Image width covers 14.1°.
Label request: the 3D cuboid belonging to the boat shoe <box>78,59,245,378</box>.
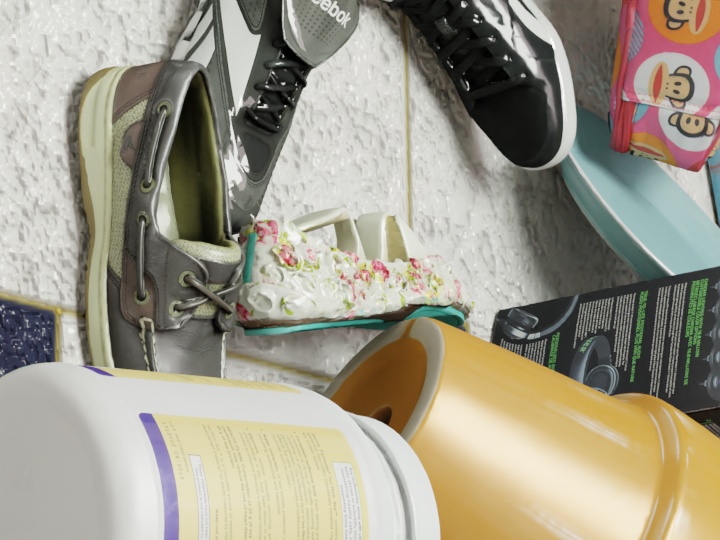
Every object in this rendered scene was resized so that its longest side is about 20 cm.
[{"bbox_3d":[-0.089,-0.003,1.388,0.072,0.066,0.202,1,80,-53],"label":"boat shoe"}]

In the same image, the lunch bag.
[{"bbox_3d":[0.207,-0.175,1.737,0.176,0.081,0.201,-58,160,-63],"label":"lunch bag"}]

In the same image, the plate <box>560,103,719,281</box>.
[{"bbox_3d":[0.174,-0.022,1.712,0.200,0.026,0.200,40,17,-15],"label":"plate"}]

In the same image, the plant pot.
[{"bbox_3d":[0.067,0.125,1.473,0.183,0.200,0.201,35,52,-22],"label":"plant pot"}]

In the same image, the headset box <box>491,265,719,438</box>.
[{"bbox_3d":[0.198,0.081,1.631,0.174,0.199,0.093,36,54,-41],"label":"headset box"}]

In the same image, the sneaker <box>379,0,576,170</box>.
[{"bbox_3d":[0.042,-0.141,1.606,0.112,0.073,0.201,-19,87,-50],"label":"sneaker"}]

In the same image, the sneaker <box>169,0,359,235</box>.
[{"bbox_3d":[-0.045,-0.115,1.458,0.066,0.090,0.201,33,55,-42],"label":"sneaker"}]

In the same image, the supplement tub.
[{"bbox_3d":[-0.076,0.119,1.291,0.199,0.145,0.146,8,73,-44],"label":"supplement tub"}]

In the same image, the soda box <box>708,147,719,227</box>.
[{"bbox_3d":[0.272,-0.045,1.873,0.063,0.068,0.201,-5,85,-53],"label":"soda box"}]

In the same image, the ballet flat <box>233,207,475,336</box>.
[{"bbox_3d":[0.000,0.000,1.487,0.200,0.075,0.064,1,83,-62],"label":"ballet flat"}]
